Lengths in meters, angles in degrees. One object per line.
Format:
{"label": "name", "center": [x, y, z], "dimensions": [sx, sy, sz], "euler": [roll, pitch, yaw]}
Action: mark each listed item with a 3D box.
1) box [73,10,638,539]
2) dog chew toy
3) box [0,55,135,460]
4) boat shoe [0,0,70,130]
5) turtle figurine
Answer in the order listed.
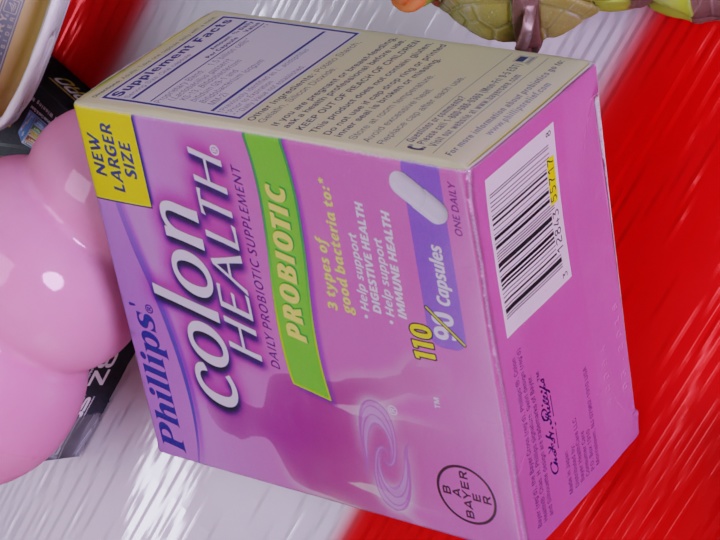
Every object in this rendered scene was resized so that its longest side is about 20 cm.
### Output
{"label": "box", "center": [0.000, 0.000, 0.886], "dimensions": [0.199, 0.097, 0.177], "euler": [13, 126, 35]}
{"label": "dog chew toy", "center": [-0.153, 0.006, 0.973], "dimensions": [0.200, 0.124, 0.125], "euler": [-46, 65, 16]}
{"label": "box", "center": [-0.183, -0.026, 1.087], "dimensions": [0.200, 0.049, 0.162], "euler": [41, 112, 27]}
{"label": "boat shoe", "center": [-0.158, -0.160, 0.993], "dimensions": [0.070, 0.070, 0.201], "euler": [-130, 57, -73]}
{"label": "turtle figurine", "center": [0.073, -0.119, 0.844], "dimensions": [0.160, 0.200, 0.065], "euler": [2, 80, 12]}
